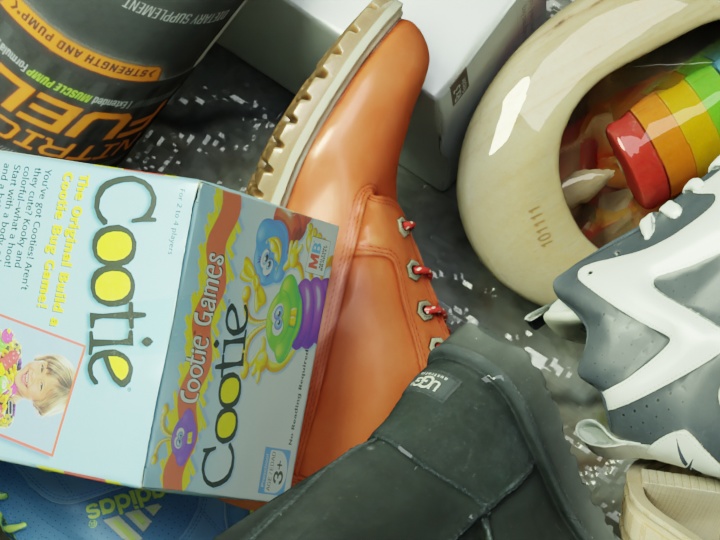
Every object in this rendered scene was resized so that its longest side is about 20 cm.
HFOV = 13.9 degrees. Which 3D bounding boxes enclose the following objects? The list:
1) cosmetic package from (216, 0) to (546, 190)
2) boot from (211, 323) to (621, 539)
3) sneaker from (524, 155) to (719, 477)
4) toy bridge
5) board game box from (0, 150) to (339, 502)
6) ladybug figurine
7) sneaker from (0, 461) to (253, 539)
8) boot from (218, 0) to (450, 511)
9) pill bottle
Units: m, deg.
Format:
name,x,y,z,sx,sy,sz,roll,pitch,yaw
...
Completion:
name,x,y,z,sx,sy,sz,roll,pitch,yaw
cosmetic package,-0.024,-0.130,1.203,0.200,0.113,0.081,33,77,10
boot,0.003,0.141,1.029,0.200,0.165,0.066,-42,29,-27
sneaker,0.126,-0.012,1.119,0.129,0.079,0.200,-4,69,23
toy bridge,0.130,0.090,1.090,0.067,0.200,0.027,8,105,0
board game box,-0.124,0.013,1.036,0.199,0.103,0.105,10,87,28
ladybug figurine,0.125,-0.059,1.188,0.199,0.072,0.136,-25,106,-10
sneaker,-0.129,0.071,1.137,0.199,0.076,0.105,15,68,3
boot,0.000,0.000,1.103,0.107,0.075,0.201,21,87,-2
pill bottle,-0.122,-0.088,1.137,0.106,0.200,0.106,22,43,-22
